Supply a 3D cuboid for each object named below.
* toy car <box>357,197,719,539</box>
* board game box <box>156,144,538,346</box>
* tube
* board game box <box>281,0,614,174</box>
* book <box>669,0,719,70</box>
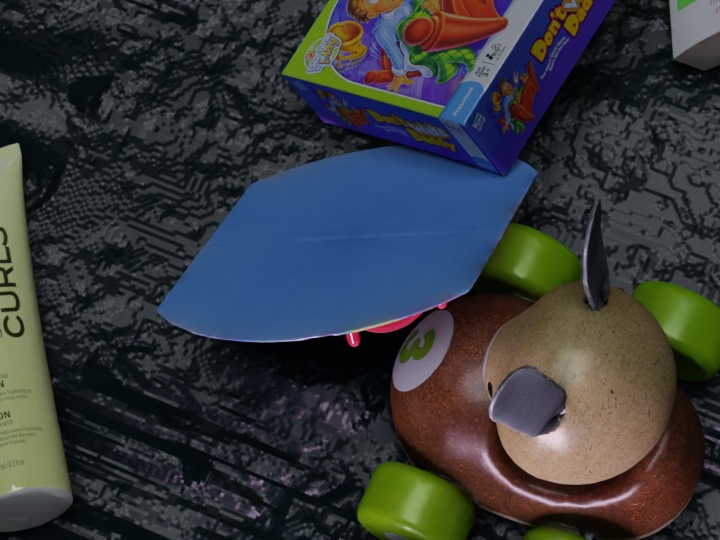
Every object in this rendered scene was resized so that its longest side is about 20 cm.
[{"bbox_3d":[0.083,0.048,1.284,0.157,0.200,0.165,21,73,13],"label":"toy car"},{"bbox_3d":[0.000,0.000,1.347,0.157,0.039,0.200,-3,28,22],"label":"board game box"},{"bbox_3d":[-0.190,0.031,1.404,0.058,0.052,0.201,5,58,-35],"label":"tube"},{"bbox_3d":[0.067,-0.154,1.412,0.134,0.045,0.201,18,70,44],"label":"board game box"},{"bbox_3d":[0.206,-0.217,1.417,0.133,0.048,0.201,-22,62,45],"label":"book"}]
